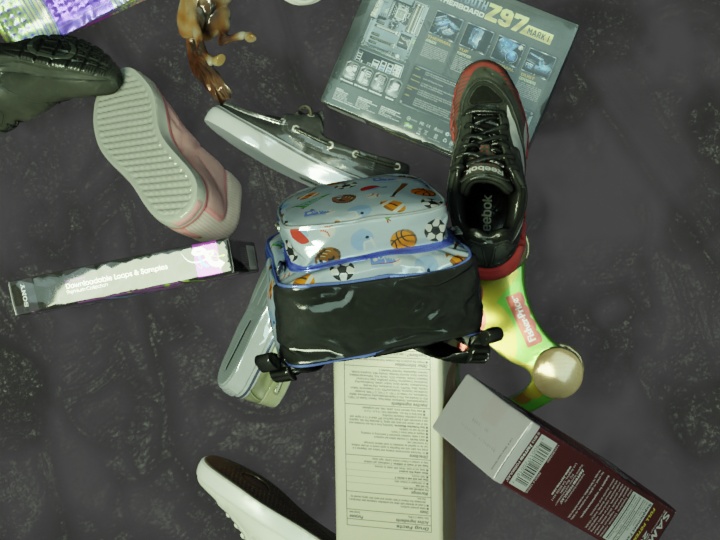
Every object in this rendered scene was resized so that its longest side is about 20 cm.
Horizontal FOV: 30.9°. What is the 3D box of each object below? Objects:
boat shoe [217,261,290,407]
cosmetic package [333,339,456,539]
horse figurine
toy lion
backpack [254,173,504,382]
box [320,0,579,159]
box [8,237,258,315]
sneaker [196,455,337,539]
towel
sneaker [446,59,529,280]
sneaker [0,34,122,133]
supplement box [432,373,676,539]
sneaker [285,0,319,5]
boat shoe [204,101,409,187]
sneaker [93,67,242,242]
[{"bbox_3d":[-0.066,0.034,1.230,0.062,0.072,0.200,28,91,-25],"label":"boat shoe"},{"bbox_3d":[0.033,0.156,1.187,0.105,0.071,0.200,4,101,15],"label":"cosmetic package"},{"bbox_3d":[-0.127,-0.262,1.220,0.050,0.133,0.200,12,105,-35],"label":"horse figurine"},{"bbox_3d":[0.088,0.053,1.219,0.192,0.069,0.200,-25,88,10],"label":"toy lion"},{"bbox_3d":[0.000,0.000,1.105,0.200,0.191,0.154,-4,100,-9],"label":"backpack"},{"bbox_3d":[0.083,-0.191,1.222,0.200,0.051,0.158,22,92,4],"label":"box"},{"bbox_3d":[-0.203,0.006,1.195,0.200,0.143,0.036,-10,90,5],"label":"box"},{"bbox_3d":[-0.085,0.257,1.218,0.200,0.073,0.085,37,100,8],"label":"sneaker"},{"bbox_3d":[-0.275,-0.301,1.234,0.200,0.023,0.144,-24,116,5],"label":"towel"},{"bbox_3d":[0.112,-0.096,1.138,0.071,0.098,0.201,-1,78,7],"label":"sneaker"},{"bbox_3d":[-0.324,-0.176,1.242,0.200,0.076,0.091,4,119,7],"label":"sneaker"},{"bbox_3d":[0.170,0.174,1.136,0.200,0.109,0.061,33,91,-32],"label":"supplement box"},{"bbox_3d":[0.001,-0.325,1.217,0.200,0.080,0.070,-40,85,1],"label":"sneaker"},{"bbox_3d":[-0.046,-0.118,1.224,0.200,0.070,0.066,26,84,4],"label":"boat shoe"},{"bbox_3d":[-0.179,-0.101,1.238,0.075,0.105,0.200,-41,57,11],"label":"sneaker"}]
